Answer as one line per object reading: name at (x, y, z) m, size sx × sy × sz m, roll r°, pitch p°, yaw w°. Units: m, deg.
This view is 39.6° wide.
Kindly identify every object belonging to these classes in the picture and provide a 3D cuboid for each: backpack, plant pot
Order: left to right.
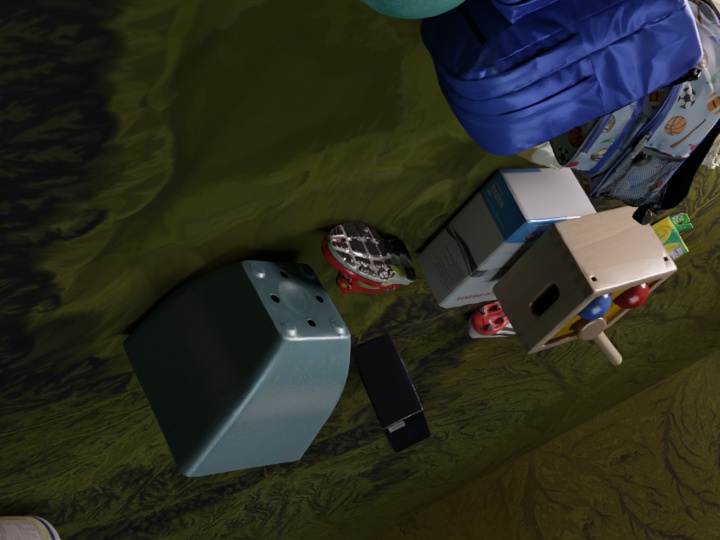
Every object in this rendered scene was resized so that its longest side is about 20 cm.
plant pot at (-0.124, 0.097, 1.188) m, size 0.195 × 0.197 × 0.200 m, roll 3°, pitch 137°, yaw -49°
backpack at (0.148, -0.210, 0.831) m, size 0.199 × 0.163 × 0.168 m, roll -29°, pitch 129°, yaw 10°
backpack at (0.273, -0.184, 1.000) m, size 0.153 × 0.202 × 0.191 m, roll 9°, pitch 139°, yaw -33°

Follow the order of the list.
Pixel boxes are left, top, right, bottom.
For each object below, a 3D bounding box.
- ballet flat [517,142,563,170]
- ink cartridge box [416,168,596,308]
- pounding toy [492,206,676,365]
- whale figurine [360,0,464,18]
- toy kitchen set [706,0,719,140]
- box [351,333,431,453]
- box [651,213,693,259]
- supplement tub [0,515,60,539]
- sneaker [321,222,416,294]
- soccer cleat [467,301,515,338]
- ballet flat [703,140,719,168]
ballet flat at (0.250, -0.150, 1.187) m, size 0.198 × 0.064 × 0.069 m, roll -7°, pitch 152°, yaw -36°
ink cartridge box at (0.191, -0.044, 1.331) m, size 0.144 × 0.084 × 0.200 m, roll -7°, pitch 151°, yaw -40°
pounding toy at (0.297, 0.037, 1.304) m, size 0.183 × 0.143 × 0.200 m, roll -13°, pitch 155°, yaw -33°
whale figurine at (0.036, -0.251, 0.683) m, size 0.158 × 0.105 × 0.200 m, roll -25°, pitch 158°, yaw 1°
toy kitchen set at (0.404, -0.184, 1.140) m, size 0.199 × 0.164 × 0.180 m, roll 2°, pitch 146°, yaw -47°
box at (0.052, 0.208, 1.670) m, size 0.078 × 0.142 × 0.200 m, roll -26°, pitch 158°, yaw -2°
box at (0.487, -0.026, 1.735) m, size 0.199 × 0.049 × 0.117 m, roll -34°, pitch 157°, yaw 16°
supplement tub at (-0.577, 0.457, 1.555) m, size 0.144 × 0.146 × 0.200 m, roll -32°, pitch 157°, yaw 16°
sneaker at (0.000, 0.000, 1.246) m, size 0.084 × 0.078 × 0.200 m, roll -28°, pitch 158°, yaw 21°
soccer cleat at (0.274, 0.073, 1.712) m, size 0.198 × 0.069 × 0.085 m, roll -15°, pitch 165°, yaw -15°
ballet flat at (0.532, -0.209, 1.350) m, size 0.071 × 0.072 × 0.200 m, roll -1°, pitch 147°, yaw -45°
